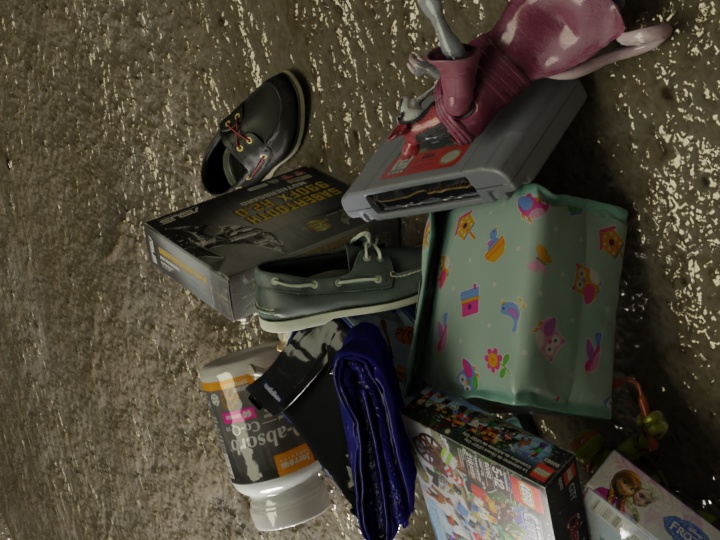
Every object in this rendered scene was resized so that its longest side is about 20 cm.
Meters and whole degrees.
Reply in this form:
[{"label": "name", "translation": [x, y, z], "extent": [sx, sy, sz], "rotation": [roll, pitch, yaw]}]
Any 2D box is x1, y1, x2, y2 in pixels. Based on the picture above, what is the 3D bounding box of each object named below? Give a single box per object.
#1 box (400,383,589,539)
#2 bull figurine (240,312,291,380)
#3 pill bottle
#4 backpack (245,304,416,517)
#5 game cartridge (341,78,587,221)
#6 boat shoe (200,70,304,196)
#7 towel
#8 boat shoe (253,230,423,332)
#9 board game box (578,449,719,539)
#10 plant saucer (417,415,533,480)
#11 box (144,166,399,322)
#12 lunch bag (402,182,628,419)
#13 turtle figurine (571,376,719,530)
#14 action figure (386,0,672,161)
[{"label": "box", "translation": [0.110, 0.191, 0.925], "extent": [0.136, 0.038, 0.201], "rotation": [23, 142, 40]}, {"label": "bull figurine", "translation": [-0.070, 0.048, 1.290], "extent": [0.065, 0.121, 0.201], "rotation": [10, 121, 52]}, {"label": "pill bottle", "translation": [-0.107, 0.192, 1.414], "extent": [0.116, 0.116, 0.201], "rotation": [-9, 99, 57]}, {"label": "backpack", "translation": [0.009, 0.110, 1.168], "extent": [0.200, 0.154, 0.191], "rotation": [44, 145, 21]}, {"label": "game cartridge", "translation": [0.081, -0.102, 0.965], "extent": [0.199, 0.133, 0.041], "rotation": [-7, 127, 52]}, {"label": "boat shoe", "translation": [-0.116, -0.141, 1.304], "extent": [0.074, 0.063, 0.201], "rotation": [63, 146, 14]}, {"label": "towel", "translation": [0.017, 0.121, 0.966], "extent": [0.200, 0.049, 0.149], "rotation": [-63, -36, -85]}, {"label": "boat shoe", "translation": [0.000, 0.000, 1.083], "extent": [0.073, 0.199, 0.062], "rotation": [-114, 9, -68]}, {"label": "board game box", "translation": [0.233, 0.250, 0.913], "extent": [0.200, 0.041, 0.200], "rotation": [38, 150, 15]}, {"label": "plant saucer", "translation": [0.117, 0.194, 1.174], "extent": [0.070, 0.019, 0.200], "rotation": [64, 148, 8]}, {"label": "box", "translation": [-0.087, -0.032, 1.186], "extent": [0.158, 0.199, 0.049], "rotation": [29, 133, 46]}, {"label": "lunch bag", "translation": [0.104, 0.027, 0.967], "extent": [0.200, 0.121, 0.172], "rotation": [-2, 78, 57]}, {"label": "turtle figurine", "translation": [0.220, 0.185, 0.974], "extent": [0.161, 0.064, 0.201], "rotation": [45, 132, 22]}, {"label": "action figure", "translation": [0.104, -0.146, 0.880], "extent": [0.149, 0.200, 0.134], "rotation": [45, -172, 8]}]
